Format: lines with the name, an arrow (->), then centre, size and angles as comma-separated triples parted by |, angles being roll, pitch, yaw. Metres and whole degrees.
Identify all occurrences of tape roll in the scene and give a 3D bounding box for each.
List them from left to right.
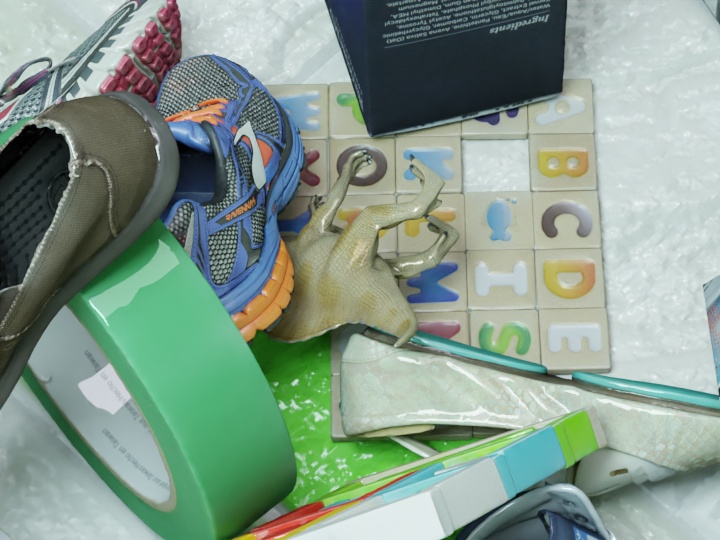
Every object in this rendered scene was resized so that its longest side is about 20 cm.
tape roll -> -0.107, 0.030, 1.134 | 0.048, 0.201, 0.200 | -36, 64, -17

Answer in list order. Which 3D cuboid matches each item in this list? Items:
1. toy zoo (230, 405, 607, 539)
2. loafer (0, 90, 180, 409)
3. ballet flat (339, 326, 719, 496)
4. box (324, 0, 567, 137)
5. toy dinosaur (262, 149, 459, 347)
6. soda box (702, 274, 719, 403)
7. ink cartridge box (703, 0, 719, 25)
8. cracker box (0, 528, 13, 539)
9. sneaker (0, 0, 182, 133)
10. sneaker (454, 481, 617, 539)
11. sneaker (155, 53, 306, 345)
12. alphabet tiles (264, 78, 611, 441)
toy zoo -> 0.007, 0.101, 1.081 | 0.131, 0.200, 0.021 | -20, 89, 29
loafer -> -0.158, 0.004, 1.016 | 0.073, 0.071, 0.200 | 46, 105, 23
ballet flat -> 0.086, 0.071, 1.190 | 0.198, 0.067, 0.063 | 12, 90, 11
box -> 0.032, -0.186, 1.258 | 0.103, 0.201, 0.149 | -13, 55, -7
toy dinosaur -> 0.000, 0.000, 1.207 | 0.101, 0.058, 0.200 | -43, 34, -16
soda box -> 0.200, 0.086, 1.114 | 0.068, 0.063, 0.201 | 25, 47, -36
ink cartridge box -> 0.213, -0.183, 1.287 | 0.082, 0.147, 0.201 | -22, 62, -14
cracker box -> -0.207, 0.162, 1.141 | 0.200, 0.058, 0.134 | 36, 66, 21
sneaker -> -0.157, -0.067, 1.265 | 0.074, 0.081, 0.200 | 31, 65, 21
sneaker -> 0.127, 0.139, 1.116 | 0.198, 0.109, 0.071 | -2, 59, -1
sneaker -> -0.071, -0.046, 1.203 | 0.075, 0.079, 0.201 | -26, 34, 11
alphabet tiles -> 0.034, -0.008, 1.267 | 0.166, 0.008, 0.201 | -1, 58, 0
